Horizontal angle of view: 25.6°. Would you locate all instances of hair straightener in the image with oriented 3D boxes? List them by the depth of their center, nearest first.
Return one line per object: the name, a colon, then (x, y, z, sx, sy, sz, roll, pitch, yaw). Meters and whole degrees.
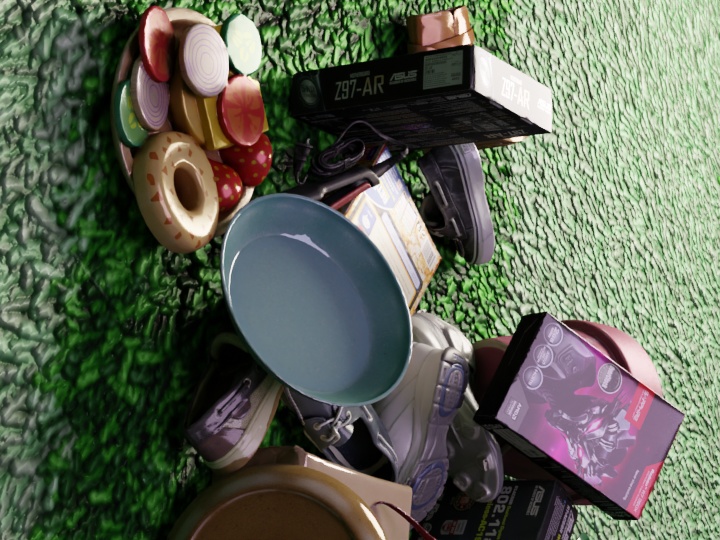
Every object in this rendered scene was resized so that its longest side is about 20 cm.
hair straightener: (-0.032, -0.084, 1.432, 0.199, 0.041, 0.078, -30, 122, -32)

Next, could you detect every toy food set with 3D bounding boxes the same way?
toy food set: (-0.138, -0.124, 1.320, 0.199, 0.048, 0.201, -29, 110, -54)

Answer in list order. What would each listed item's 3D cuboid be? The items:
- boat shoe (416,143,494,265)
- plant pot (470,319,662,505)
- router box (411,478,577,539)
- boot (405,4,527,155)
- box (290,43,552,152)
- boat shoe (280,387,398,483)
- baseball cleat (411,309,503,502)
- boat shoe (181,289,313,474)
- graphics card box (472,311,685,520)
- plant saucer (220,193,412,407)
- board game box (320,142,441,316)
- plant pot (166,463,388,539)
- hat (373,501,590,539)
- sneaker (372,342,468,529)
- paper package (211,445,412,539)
boat shoe: (0.093, -0.070, 1.651, 0.201, 0.070, 0.073, 73, -6, -52)
plant pot: (0.193, 0.146, 1.687, 0.178, 0.199, 0.203, 11, 77, -40)
router box: (0.116, 0.303, 1.570, 0.062, 0.148, 0.201, 56, 43, -35)
boot: (0.118, -0.207, 1.701, 0.199, 0.073, 0.157, -18, 99, -57)
box: (0.058, -0.157, 1.488, 0.160, 0.198, 0.044, 16, 73, -54)
boat shoe: (-0.019, 0.132, 1.438, 0.072, 0.062, 0.201, -35, 132, -3)
baseball cleat: (0.103, 0.131, 1.606, 0.106, 0.069, 0.202, -26, 91, -56)
boat shoe: (-0.095, 0.073, 1.339, 0.065, 0.073, 0.202, 48, 42, -35)
graphics card box: (0.220, 0.146, 1.579, 0.199, 0.051, 0.126, 36, 71, -17)
plant saucer: (-0.044, 0.030, 1.344, 0.198, 0.036, 0.202, 24, 48, -29)
board game box: (0.000, 0.000, 1.519, 0.152, 0.046, 0.201, 62, 40, -32)
plant pot: (-0.069, 0.252, 1.257, 0.028, 0.197, 0.203, 77, 19, -74)
hat: (0.110, 0.297, 1.443, 0.165, 0.174, 0.203, -30, 128, -68)
sneaker: (0.043, 0.164, 1.547, 0.074, 0.086, 0.203, 12, 95, -58)
paper package: (-0.045, 0.269, 1.369, 0.190, 0.102, 0.203, 27, 64, -52)
